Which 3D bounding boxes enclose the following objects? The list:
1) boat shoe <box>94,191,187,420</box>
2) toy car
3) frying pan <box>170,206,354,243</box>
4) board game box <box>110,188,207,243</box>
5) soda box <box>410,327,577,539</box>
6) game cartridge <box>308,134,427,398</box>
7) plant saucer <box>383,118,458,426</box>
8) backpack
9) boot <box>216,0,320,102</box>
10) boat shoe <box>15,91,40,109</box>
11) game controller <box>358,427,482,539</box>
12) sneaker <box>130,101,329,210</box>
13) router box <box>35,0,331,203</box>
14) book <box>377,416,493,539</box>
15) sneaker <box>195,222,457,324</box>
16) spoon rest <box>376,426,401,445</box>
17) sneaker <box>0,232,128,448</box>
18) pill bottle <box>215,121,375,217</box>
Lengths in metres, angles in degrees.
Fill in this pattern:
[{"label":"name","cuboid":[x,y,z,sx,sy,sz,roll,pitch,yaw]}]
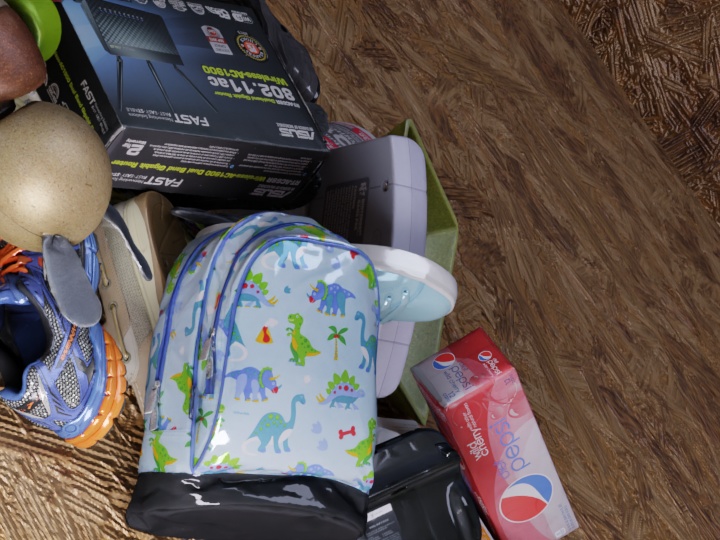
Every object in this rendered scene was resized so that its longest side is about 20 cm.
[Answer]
[{"label":"boat shoe","cuboid":[-0.144,0.049,1.285,0.072,0.065,0.201,17,58,-67]},{"label":"toy car","cuboid":[-0.213,-0.052,1.143,0.200,0.158,0.164,47,29,-2]},{"label":"frying pan","cuboid":[-0.060,-0.020,1.371,0.114,0.031,0.190,15,6,11]},{"label":"board game box","cuboid":[-0.120,-0.003,1.390,0.200,0.032,0.120,34,17,1]},{"label":"soda box","cuboid":[0.113,0.146,1.548,0.063,0.070,0.200,53,-9,51]},{"label":"game cartridge","cuboid":[0.000,0.000,1.458,0.040,0.133,0.201,11,81,-27]},{"label":"plant saucer","cuboid":[0.027,0.003,1.603,0.200,0.048,0.201,61,36,-59]},{"label":"backpack","cuboid":[-0.060,0.064,1.210,0.162,0.154,0.201,12,62,-26]},{"label":"boot","cuboid":[-0.084,-0.198,1.831,0.132,0.070,0.201,45,25,-35]},{"label":"boat shoe","cuboid":[-0.222,-0.132,1.385,0.200,0.063,0.073,30,19,-36]},{"label":"game controller","cuboid":[0.008,0.182,1.329,0.199,0.042,0.105,-18,93,-43]},{"label":"sneaker","cuboid":[-0.104,-0.098,1.454,0.199,0.060,0.104,4,44,-33]},{"label":"router box","cuboid":[-0.135,-0.128,1.344,0.199,0.062,0.150,3,50,-45]},{"label":"book","cuboid":[0.049,0.203,1.481,0.133,0.048,0.201,15,40,-58]},{"label":"sneaker","cuboid":[-0.025,0.027,1.331,0.199,0.074,0.082,9,64,-19]},{"label":"spoon rest","cuboid":[-0.021,0.133,1.401,0.200,0.061,0.100,36,26,-24]},{"label":"sneaker","cuboid":[-0.207,0.015,1.191,0.078,0.075,0.201,22,34,-49]},{"label":"pill bottle","cuboid":[-0.050,-0.067,1.614,0.111,0.111,0.200,54,20,5]}]
